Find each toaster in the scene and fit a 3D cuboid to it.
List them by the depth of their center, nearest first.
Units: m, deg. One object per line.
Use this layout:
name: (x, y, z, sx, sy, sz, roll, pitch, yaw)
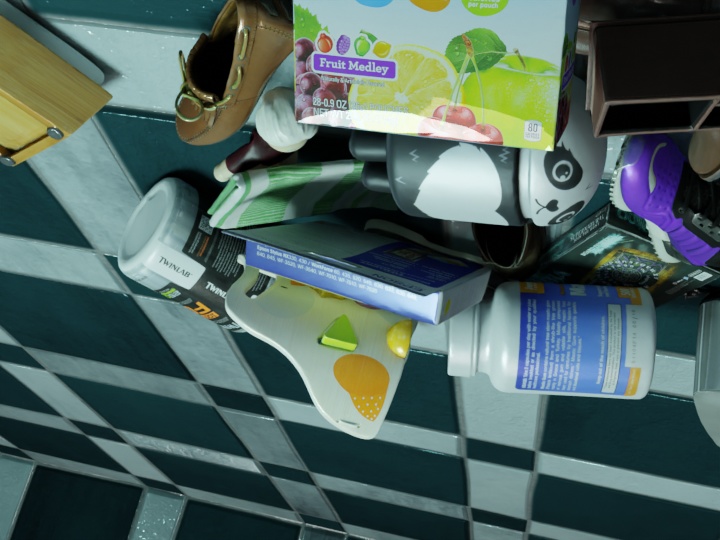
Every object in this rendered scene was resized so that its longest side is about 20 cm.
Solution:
toaster: (0.437, 0.106, 1.012, 0.198, 0.120, 0.181, 0, 151, 30)

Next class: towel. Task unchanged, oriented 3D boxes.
towel: (-0.033, -0.073, 0.907, 0.197, 0.024, 0.152, -6, 170, -20)

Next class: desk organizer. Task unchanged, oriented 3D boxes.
desk organizer: (0.244, -0.109, 0.606, 0.197, 0.078, 0.072, -2, 139, 9)

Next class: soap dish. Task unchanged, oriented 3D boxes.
soap dish: (-0.354, -0.184, 0.911, 0.156, 0.082, 0.199, -12, 143, 45)

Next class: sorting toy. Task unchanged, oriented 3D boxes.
sorting toy: (-0.047, 0.043, 0.969, 0.178, 0.201, 0.108, 23, 112, -10)

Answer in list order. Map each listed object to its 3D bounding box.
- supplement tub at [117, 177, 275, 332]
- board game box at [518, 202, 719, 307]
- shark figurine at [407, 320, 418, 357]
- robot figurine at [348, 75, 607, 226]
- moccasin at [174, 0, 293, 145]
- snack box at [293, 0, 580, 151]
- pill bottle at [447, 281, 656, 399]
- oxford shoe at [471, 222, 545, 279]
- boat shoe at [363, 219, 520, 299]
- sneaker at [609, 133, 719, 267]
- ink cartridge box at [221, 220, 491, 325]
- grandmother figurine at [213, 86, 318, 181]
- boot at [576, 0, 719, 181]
supplement tub: (-0.165, -0.009, 1.119, 0.199, 0.124, 0.122, 31, 151, -30)
board game box: (0.256, 0.002, 1.006, 0.134, 0.028, 0.200, 22, 155, -12)
shark figurine: (0.035, 0.041, 1.174, 0.088, 0.130, 0.214, 22, 179, 4)
robot figurine: (0.094, -0.098, 0.774, 0.197, 0.127, 0.150, 6, -171, 19)
moccasin: (-0.116, -0.162, 0.805, 0.077, 0.075, 0.201, -8, 170, -32)
snack box: (0.045, -0.183, 0.572, 0.166, 0.068, 0.203, 8, 115, 18)
pill bottle: (0.188, 0.068, 0.985, 0.197, 0.114, 0.112, 3, 154, 5)
oxford shoe: (0.136, -0.033, 0.941, 0.072, 0.085, 0.200, 4, 155, 18)
boat shoe: (0.086, 0.012, 1.059, 0.198, 0.063, 0.073, 24, 158, 4)
sneaker: (0.278, -0.057, 0.800, 0.099, 0.070, 0.200, 17, 170, 39)
ink cartridge box: (0.000, 0.000, 0.900, 0.195, 0.048, 0.200, 18, -165, 21)
grandmother figurine: (-0.072, -0.113, 0.865, 0.061, 0.121, 0.200, 46, 168, -4)
boot: (0.185, -0.149, 0.688, 0.197, 0.065, 0.188, 10, 142, 4)
